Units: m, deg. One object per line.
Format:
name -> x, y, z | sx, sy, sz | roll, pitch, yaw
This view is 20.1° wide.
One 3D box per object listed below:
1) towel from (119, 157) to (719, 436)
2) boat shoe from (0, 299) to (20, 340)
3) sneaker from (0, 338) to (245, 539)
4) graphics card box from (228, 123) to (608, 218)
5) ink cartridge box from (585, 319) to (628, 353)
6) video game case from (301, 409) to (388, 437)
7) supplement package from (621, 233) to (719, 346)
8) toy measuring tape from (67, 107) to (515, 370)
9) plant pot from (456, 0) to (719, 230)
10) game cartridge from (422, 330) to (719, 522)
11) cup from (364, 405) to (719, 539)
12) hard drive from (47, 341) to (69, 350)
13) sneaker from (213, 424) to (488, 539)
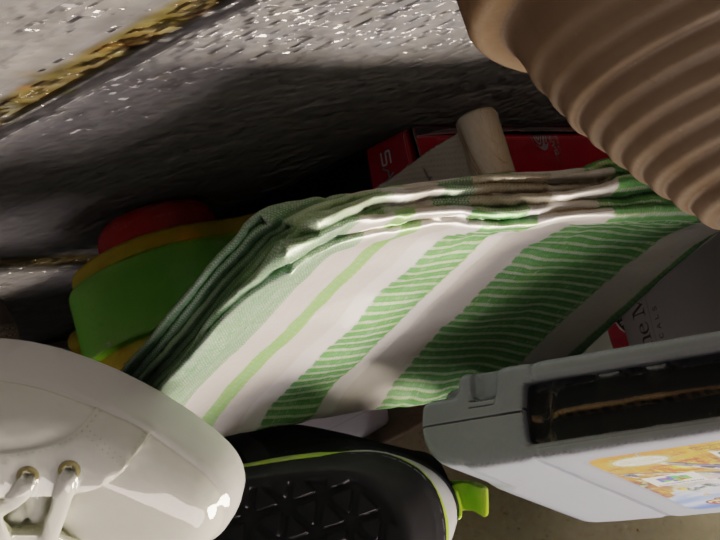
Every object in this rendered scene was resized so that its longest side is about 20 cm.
towel -> 0.020, 0.014, 0.643 | 0.199, 0.024, 0.153 | -9, 155, -38
boat shoe -> -0.161, 0.052, 0.770 | 0.059, 0.073, 0.200 | -8, 164, -13
sneaker -> -0.133, 0.063, 0.574 | 0.198, 0.085, 0.073 | 14, 139, -8
graphics card box -> 0.000, 0.000, 0.754 | 0.125, 0.051, 0.199 | -5, 168, -45
ink cartridge box -> 0.113, 0.070, 1.024 | 0.199, 0.147, 0.083 | -21, 174, 40
video game case -> -0.111, 0.095, 0.841 | 0.199, 0.022, 0.182 | -25, -172, -27
supplement package -> 0.202, -0.012, 0.770 | 0.116, 0.118, 0.200 | -7, 168, -36
toy measuring tape -> -0.039, -0.001, 0.654 | 0.073, 0.074, 0.199 | -5, 162, -44
plant pot -> 0.124, -0.059, 0.464 | 0.199, 0.094, 0.201 | -12, 170, -2
game cartridge -> 0.137, 0.051, 0.682 | 0.198, 0.042, 0.133 | -12, 156, 27
cup -> 0.058, 0.109, 0.851 | 0.199, 0.144, 0.200 | -30, -168, 7
hard drive -> -0.134, 0.063, 1.000 | 0.131, 0.027, 0.200 | -8, 169, -30
sneaker -> -0.054, 0.090, 0.711 | 0.198, 0.072, 0.083 | 1, -171, 17
